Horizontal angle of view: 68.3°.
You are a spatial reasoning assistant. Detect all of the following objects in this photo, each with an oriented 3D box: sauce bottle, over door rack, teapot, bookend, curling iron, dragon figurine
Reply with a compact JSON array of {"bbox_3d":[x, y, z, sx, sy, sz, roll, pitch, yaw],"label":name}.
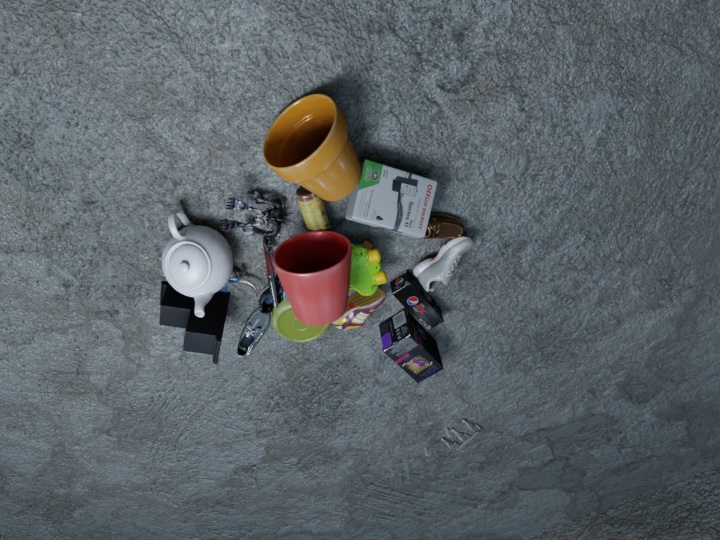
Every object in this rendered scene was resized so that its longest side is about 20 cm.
[{"bbox_3d":[-0.113,-0.129,1.392,0.065,0.067,0.202,-13,131,5],"label":"sauce bottle"},{"bbox_3d":[0.347,0.634,2.025,0.197,0.067,0.148,10,130,-39],"label":"over door rack"},{"bbox_3d":[-0.428,-0.022,1.357,0.198,0.146,0.200,31,98,-1],"label":"teapot"},{"bbox_3d":[-0.478,0.144,1.486,0.195,0.202,0.093,10,127,-14],"label":"bookend"},{"bbox_3d":[-0.247,0.005,1.451,0.025,0.050,0.204,-7,103,-15],"label":"curling iron"},{"bbox_3d":[-0.376,0.017,1.483,0.099,0.059,0.200,-34,119,23],"label":"dragon figurine"}]

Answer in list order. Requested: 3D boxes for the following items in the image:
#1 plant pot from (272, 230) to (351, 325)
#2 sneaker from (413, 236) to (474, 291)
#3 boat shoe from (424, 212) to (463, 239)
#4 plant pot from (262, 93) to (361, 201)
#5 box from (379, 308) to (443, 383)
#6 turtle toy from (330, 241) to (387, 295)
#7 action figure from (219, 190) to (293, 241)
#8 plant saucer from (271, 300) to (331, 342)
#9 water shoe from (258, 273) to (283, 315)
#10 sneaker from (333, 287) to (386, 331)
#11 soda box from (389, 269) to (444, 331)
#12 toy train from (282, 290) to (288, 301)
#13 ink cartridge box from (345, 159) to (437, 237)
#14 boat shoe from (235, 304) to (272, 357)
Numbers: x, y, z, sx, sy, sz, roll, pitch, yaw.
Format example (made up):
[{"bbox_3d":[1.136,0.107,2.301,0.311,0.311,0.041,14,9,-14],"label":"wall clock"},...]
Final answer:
[{"bbox_3d":[-0.111,0.026,1.336,0.196,0.202,0.180,-6,124,-1],"label":"plant pot"},{"bbox_3d":[0.245,-0.013,1.485,0.199,0.093,0.075,-39,153,28],"label":"sneaker"},{"bbox_3d":[0.186,-0.112,1.428,0.196,0.068,0.073,7,128,-11],"label":"boat shoe"},{"bbox_3d":[-0.091,-0.262,1.219,0.198,0.203,0.183,-28,141,17],"label":"plant pot"},{"bbox_3d":[0.160,0.238,1.668,0.105,0.123,0.200,-32,125,19],"label":"box"},{"bbox_3d":[0.000,0.000,1.478,0.143,0.102,0.202,-14,129,8],"label":"turtle toy"},{"bbox_3d":[-0.262,-0.141,1.345,0.199,0.101,0.121,-1,108,-56],"label":"action figure"},{"bbox_3d":[-0.182,0.156,1.631,0.195,0.031,0.203,-2,128,-3],"label":"plant saucer"},{"bbox_3d":[-0.221,0.050,1.512,0.071,0.080,0.200,28,121,-25],"label":"water shoe"},{"bbox_3d":[0.003,0.118,1.599,0.198,0.076,0.090,-26,135,23],"label":"sneaker"},{"bbox_3d":[0.170,0.091,1.591,0.070,0.064,0.200,-31,125,18],"label":"soda box"},{"bbox_3d":[-0.137,0.068,1.504,0.115,0.084,0.200,-58,142,-13],"label":"toy train"},{"bbox_3d":[0.077,-0.175,1.320,0.196,0.083,0.150,13,91,-16],"label":"ink cartridge box"},{"bbox_3d":[-0.326,0.188,1.615,0.072,0.062,0.201,31,122,-7],"label":"boat shoe"}]
